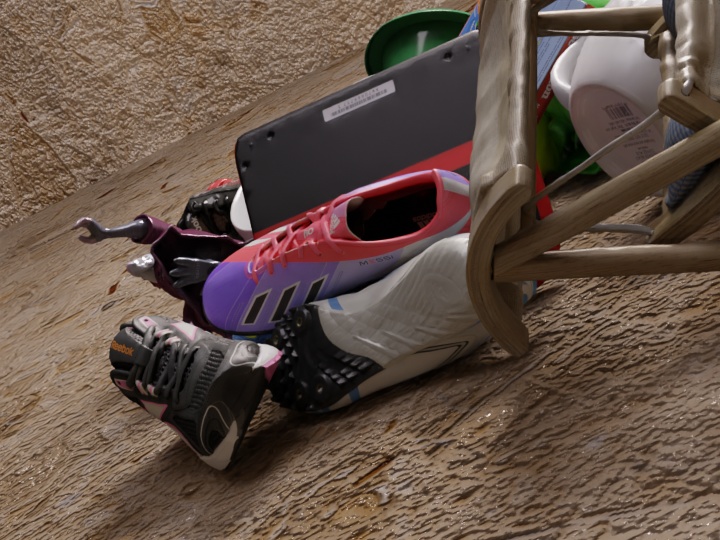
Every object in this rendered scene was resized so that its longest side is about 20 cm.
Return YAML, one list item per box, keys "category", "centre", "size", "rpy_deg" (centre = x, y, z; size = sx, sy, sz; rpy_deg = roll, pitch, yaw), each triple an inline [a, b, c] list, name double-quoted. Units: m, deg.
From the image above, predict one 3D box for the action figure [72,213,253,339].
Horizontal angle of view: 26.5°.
- category: "action figure"
  centre: [-0.134, -0.008, 1.227]
  size: [0.148, 0.135, 0.200]
  rpy_deg: [-29, 15, -16]

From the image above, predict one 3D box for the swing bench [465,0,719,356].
- category: "swing bench"
  centre: [0.140, -0.090, 0.793]
  size: [0.198, 0.130, 0.201]
  rpy_deg: [-16, 45, 23]

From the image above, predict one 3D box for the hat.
- category: "hat"
  centre: [0.073, -0.142, 1.506]
  size: [0.165, 0.198, 0.178]
  rpy_deg: [-32, 44, 45]

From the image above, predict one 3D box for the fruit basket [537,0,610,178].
- category: "fruit basket"
  centre: [0.127, -0.131, 1.194]
  size: [0.212, 0.158, 0.216]
  rpy_deg: [-9, 8, 1]

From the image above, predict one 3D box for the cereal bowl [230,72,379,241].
- category: "cereal bowl"
  centre: [-0.012, -0.075, 1.304]
  size: [0.199, 0.083, 0.201]
  rpy_deg: [-34, 24, 17]

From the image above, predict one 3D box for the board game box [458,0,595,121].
- category: "board game box"
  centre: [0.089, -0.120, 1.120]
  size: [0.103, 0.019, 0.202]
  rpy_deg: [39, 104, 45]

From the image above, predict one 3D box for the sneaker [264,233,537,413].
- category: "sneaker"
  centre: [0.020, 0.037, 0.910]
  size: [0.199, 0.073, 0.072]
  rpy_deg: [-26, -24, 36]

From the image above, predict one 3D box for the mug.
- category: "mug"
  centre: [0.207, -0.139, 0.991]
  size: [0.175, 0.149, 0.199]
  rpy_deg: [-42, 28, -20]

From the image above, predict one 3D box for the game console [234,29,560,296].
- category: "game console"
  centre: [0.020, -0.043, 0.990]
  size: [0.198, 0.179, 0.031]
  rpy_deg: [-22, -25, 16]

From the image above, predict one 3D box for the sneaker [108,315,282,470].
- category: "sneaker"
  centre: [-0.114, 0.067, 0.939]
  size: [0.081, 0.086, 0.200]
  rpy_deg: [-67, 16, -12]

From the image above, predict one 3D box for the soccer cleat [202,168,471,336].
- category: "soccer cleat"
  centre: [-0.019, -0.016, 0.939]
  size: [0.198, 0.069, 0.073]
  rpy_deg: [-18, -23, 18]

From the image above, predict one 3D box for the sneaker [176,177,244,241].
- category: "sneaker"
  centre: [-0.123, -0.060, 1.564]
  size: [0.098, 0.071, 0.199]
  rpy_deg: [-35, 12, -34]

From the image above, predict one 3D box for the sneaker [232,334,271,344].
- category: "sneaker"
  centre: [0.000, 0.000, 1.055]
  size: [0.198, 0.071, 0.083]
  rpy_deg: [-27, 18, 15]
